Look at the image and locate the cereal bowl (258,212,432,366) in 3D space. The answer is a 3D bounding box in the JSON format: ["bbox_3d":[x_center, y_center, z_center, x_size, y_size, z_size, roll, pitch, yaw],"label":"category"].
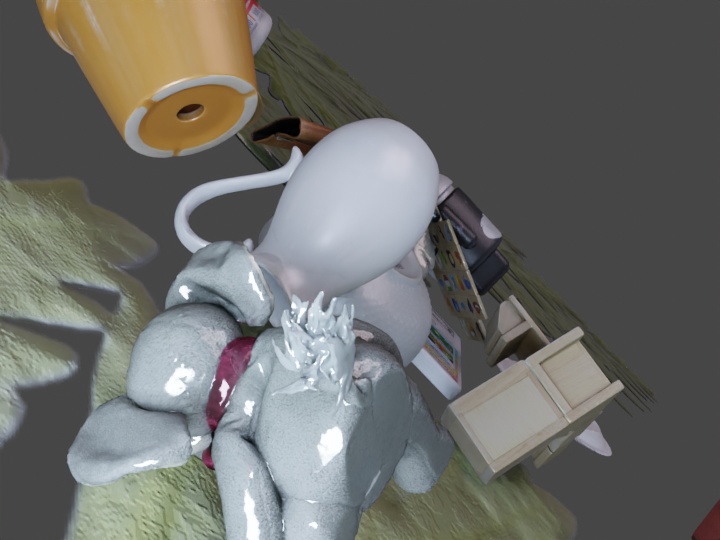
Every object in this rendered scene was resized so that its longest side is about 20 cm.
[{"bbox_3d":[0.000,0.000,0.930,0.199,0.083,0.201,39,21,-19],"label":"cereal bowl"}]

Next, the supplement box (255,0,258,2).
[{"bbox_3d":[-0.229,-0.465,1.343,0.199,0.200,0.135,32,19,-43],"label":"supplement box"}]

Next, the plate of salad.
[{"bbox_3d":[0.254,0.188,1.288,0.199,0.048,0.200,36,10,-7],"label":"plate of salad"}]

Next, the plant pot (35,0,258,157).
[{"bbox_3d":[-0.179,-0.213,0.859,0.200,0.198,0.185,18,47,-62],"label":"plant pot"}]

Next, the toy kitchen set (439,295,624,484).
[{"bbox_3d":[0.143,0.139,1.042,0.164,0.179,0.201,54,-24,21],"label":"toy kitchen set"}]

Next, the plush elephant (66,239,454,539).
[{"bbox_3d":[-0.058,0.076,0.501,0.153,0.165,0.202,14,-41,28],"label":"plush elephant"}]

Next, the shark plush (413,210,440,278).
[{"bbox_3d":[0.022,-0.068,1.231,0.199,0.083,0.091,41,-23,10],"label":"shark plush"}]

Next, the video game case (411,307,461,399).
[{"bbox_3d":[0.044,0.044,1.113,0.200,0.024,0.182,46,14,-6],"label":"video game case"}]

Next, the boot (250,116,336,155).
[{"bbox_3d":[-0.055,-0.151,1.245,0.198,0.070,0.187,3,1,-37],"label":"boot"}]

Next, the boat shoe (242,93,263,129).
[{"bbox_3d":[-0.194,-0.243,1.098,0.199,0.071,0.070,37,18,-29],"label":"boat shoe"}]

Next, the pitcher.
[{"bbox_3d":[-0.040,-0.051,0.801,0.171,0.200,0.121,40,-26,6],"label":"pitcher"}]

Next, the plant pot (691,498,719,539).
[{"bbox_3d":[0.646,0.435,1.509,0.176,0.201,0.199,40,8,36],"label":"plant pot"}]

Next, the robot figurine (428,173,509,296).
[{"bbox_3d":[0.131,-0.052,1.438,0.200,0.150,0.125,47,43,-1],"label":"robot figurine"}]

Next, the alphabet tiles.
[{"bbox_3d":[0.120,0.000,1.271,0.166,0.006,0.203,172,-103,-80],"label":"alphabet tiles"}]

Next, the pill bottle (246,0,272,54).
[{"bbox_3d":[-0.220,-0.353,1.242,0.199,0.112,0.113,40,15,-24],"label":"pill bottle"}]
